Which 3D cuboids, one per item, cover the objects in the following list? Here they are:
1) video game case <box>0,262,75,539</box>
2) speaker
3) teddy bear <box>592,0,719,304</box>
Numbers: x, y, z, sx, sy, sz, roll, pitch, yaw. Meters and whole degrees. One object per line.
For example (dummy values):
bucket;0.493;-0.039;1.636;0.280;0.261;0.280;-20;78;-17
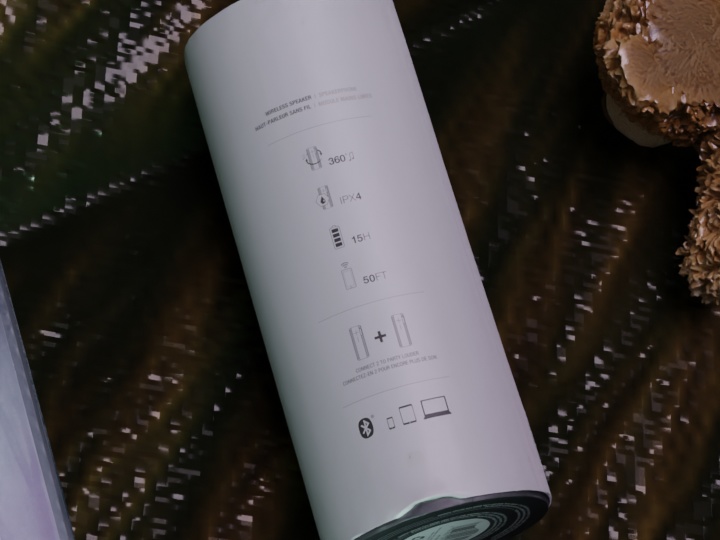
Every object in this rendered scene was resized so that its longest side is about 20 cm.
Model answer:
video game case;-0.167;0.073;0.861;0.143;0.019;0.200;-8;70;-26
speaker;0.000;0.000;0.931;0.081;0.081;0.200;-8;68;-26
teddy bear;0.168;-0.043;1.043;0.200;0.067;0.145;18;69;-22
